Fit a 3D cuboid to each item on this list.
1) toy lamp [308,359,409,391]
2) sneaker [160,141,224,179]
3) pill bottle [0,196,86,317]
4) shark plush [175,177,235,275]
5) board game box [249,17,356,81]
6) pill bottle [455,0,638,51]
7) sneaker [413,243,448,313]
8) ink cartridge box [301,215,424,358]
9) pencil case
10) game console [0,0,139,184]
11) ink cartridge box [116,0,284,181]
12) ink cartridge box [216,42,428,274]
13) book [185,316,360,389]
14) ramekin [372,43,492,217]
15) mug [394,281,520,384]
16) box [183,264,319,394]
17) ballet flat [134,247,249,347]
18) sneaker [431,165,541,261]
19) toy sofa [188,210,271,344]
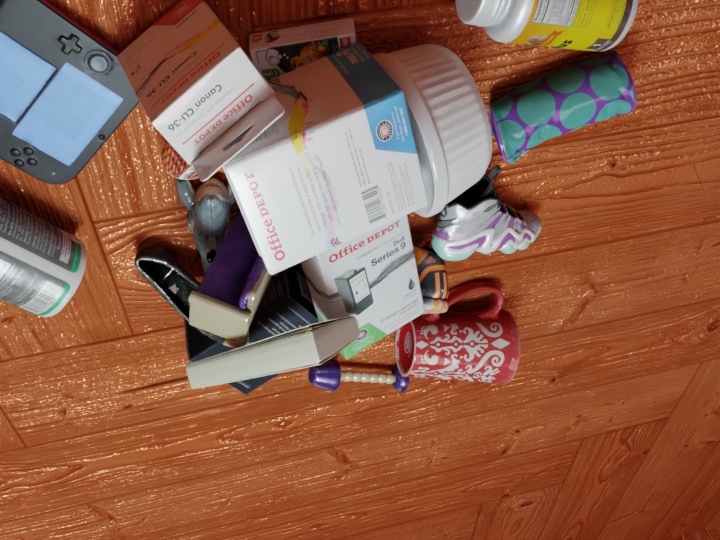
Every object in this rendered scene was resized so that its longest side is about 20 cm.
[{"bbox_3d":[-0.003,0.197,1.406,0.195,0.059,0.059,5,135,-27],"label":"toy lamp"},{"bbox_3d":[-0.147,-0.152,0.937,0.194,0.077,0.075,3,111,-4],"label":"sneaker"},{"bbox_3d":[-0.451,-0.030,0.931,0.112,0.115,0.199,-34,137,19],"label":"pill bottle"},{"bbox_3d":[-0.214,-0.049,1.025,0.089,0.085,0.202,4,135,-25],"label":"shark plush"},{"bbox_3d":[-0.056,-0.206,0.934,0.123,0.035,0.202,-8,140,3],"label":"board game box"},{"bbox_3d":[0.212,-0.317,0.869,0.195,0.111,0.111,-1,138,-20],"label":"pill bottle"},{"bbox_3d":[0.065,0.012,1.213,0.197,0.115,0.077,-6,169,42],"label":"sneaker"},{"bbox_3d":[0.000,0.000,1.054,0.144,0.084,0.203,-29,133,-15],"label":"ink cartridge box"},{"bbox_3d":[0.269,-0.219,1.021,0.196,0.086,0.094,-22,125,4],"label":"pencil case"},{"bbox_3d":[-0.359,-0.197,0.846,0.199,0.031,0.175,-40,136,22],"label":"game console"},{"bbox_3d":[-0.167,-0.193,0.773,0.116,0.201,0.068,-40,138,2],"label":"ink cartridge box"},{"bbox_3d":[-0.050,-0.126,0.837,0.196,0.147,0.149,-23,130,-6],"label":"ink cartridge box"},{"bbox_3d":[-0.112,0.108,0.993,0.196,0.049,0.133,-17,178,24],"label":"book"},{"bbox_3d":[0.081,-0.176,0.916,0.092,0.204,0.205,-23,142,-11],"label":"ramekin"},{"bbox_3d":[0.169,0.114,1.354,0.194,0.183,0.133,2,173,-17],"label":"mug"},{"bbox_3d":[-0.156,0.082,1.179,0.197,0.106,0.148,-30,139,14],"label":"box"},{"bbox_3d":[-0.241,0.045,1.068,0.199,0.057,0.067,40,104,-7],"label":"ballet flat"},{"bbox_3d":[0.204,-0.097,1.141,0.196,0.078,0.143,-15,131,-26],"label":"sneaker"},{"bbox_3d":[-0.150,-0.016,0.987,0.081,0.203,0.099,19,139,0],"label":"toy sofa"}]
